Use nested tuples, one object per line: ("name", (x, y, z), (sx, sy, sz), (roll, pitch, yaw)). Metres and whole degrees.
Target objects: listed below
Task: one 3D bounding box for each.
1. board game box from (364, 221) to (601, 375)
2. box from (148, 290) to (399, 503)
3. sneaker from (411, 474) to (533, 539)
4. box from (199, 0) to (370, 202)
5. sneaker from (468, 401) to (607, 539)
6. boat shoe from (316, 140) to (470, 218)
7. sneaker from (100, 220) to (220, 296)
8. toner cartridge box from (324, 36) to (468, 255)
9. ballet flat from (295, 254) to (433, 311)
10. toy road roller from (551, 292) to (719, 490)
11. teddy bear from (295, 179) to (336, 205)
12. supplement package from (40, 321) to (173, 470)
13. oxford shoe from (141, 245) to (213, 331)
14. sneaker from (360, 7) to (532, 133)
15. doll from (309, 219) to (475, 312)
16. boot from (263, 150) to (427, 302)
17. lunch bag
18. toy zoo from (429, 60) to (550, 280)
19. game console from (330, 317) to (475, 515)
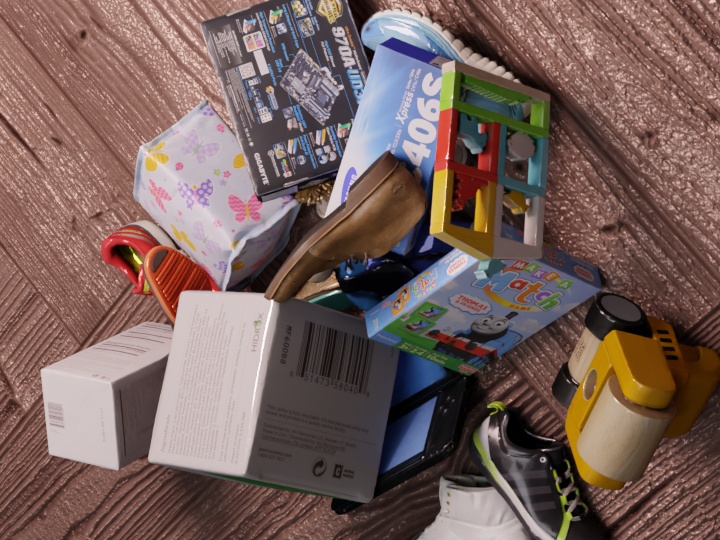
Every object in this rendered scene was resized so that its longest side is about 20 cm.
("board game box", (0.127, 0.032, 1.635), (0.200, 0.151, 0.037), (-38, 45, 35))
("box", (-0.093, 0.138, 1.722), (0.171, 0.199, 0.200), (2, 78, 46))
("sneaker", (0.098, 0.288, 1.784), (0.200, 0.074, 0.116), (-15, 96, 26))
("box", (-0.065, -0.191, 1.661), (0.159, 0.046, 0.200), (-19, 84, -4))
("sneaker", (0.199, 0.226, 1.692), (0.200, 0.072, 0.083), (45, 123, 13))
("boat shoe", (0.044, -0.091, 1.707), (0.200, 0.057, 0.067), (-19, 56, 33))
("sneaker", (-0.235, 0.017, 1.899), (0.200, 0.085, 0.077), (33, 122, 20))
("toner cartridge box", (0.038, -0.124, 1.586), (0.095, 0.043, 0.200), (23, 114, 13))
("ballet flat", (0.000, 0.000, 1.763), (0.200, 0.070, 0.065), (-19, 71, 33))
("toy road roller", (0.284, 0.123, 1.537), (0.146, 0.200, 0.123), (15, 120, -11))
("teddy bear", (-0.067, -0.166, 1.707), (0.145, 0.067, 0.200), (-18, 78, 7))
("supplement package", (-0.275, 0.147, 1.897), (0.109, 0.200, 0.114), (8, 109, 30))
("oxford shoe", (-0.205, 0.046, 1.810), (0.073, 0.071, 0.200), (7, 142, 38))
("sneaker", (0.075, -0.196, 1.608), (0.200, 0.078, 0.090), (35, 82, 20))
("doll", (0.033, -0.018, 1.663), (0.200, 0.048, 0.137), (-7, 98, 6))
("boot", (-0.016, -0.025, 1.573), (0.075, 0.074, 0.200), (44, 108, -9))
("lunch bag", (-0.168, -0.075, 1.798), (0.170, 0.127, 0.200), (47, 157, 9))
("toy zoo", (0.126, -0.090, 1.513), (0.020, 0.131, 0.200), (-11, 70, 51))
("game console", (0.018, 0.150, 1.763), (0.116, 0.176, 0.200), (41, 129, -19))
